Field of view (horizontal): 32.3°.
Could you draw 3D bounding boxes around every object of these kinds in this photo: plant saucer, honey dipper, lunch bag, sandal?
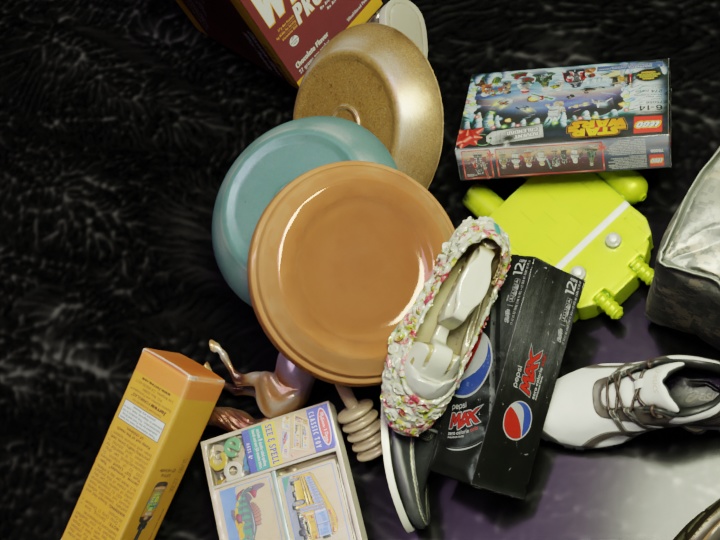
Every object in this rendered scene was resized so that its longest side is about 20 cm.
[{"bbox_3d":[0.000,0.000,1.097,0.197,0.037,0.203,2,82,-12],"label":"plant saucer"},{"bbox_3d":[-0.030,0.078,1.129,0.038,0.038,0.202,-26,99,3],"label":"honey dipper"},{"bbox_3d":[-0.058,-0.058,1.167,0.197,0.036,0.203,-7,71,19],"label":"plant saucer"},{"bbox_3d":[0.333,-0.045,1.060,0.117,0.164,0.201,25,77,16],"label":"lunch bag"},{"bbox_3d":[-0.005,-0.142,1.222,0.199,0.035,0.203,5,97,42],"label":"plant saucer"},{"bbox_3d":[0.331,0.186,1.012,0.200,0.082,0.055,-43,78,-7],"label":"sandal"}]

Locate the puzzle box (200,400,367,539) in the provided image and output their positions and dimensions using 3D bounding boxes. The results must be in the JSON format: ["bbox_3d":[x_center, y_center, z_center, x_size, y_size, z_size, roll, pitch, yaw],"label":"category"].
[{"bbox_3d":[-0.063,0.233,1.126,0.132,0.025,0.202,-18,69,8],"label":"puzzle box"}]

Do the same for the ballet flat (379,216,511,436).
[{"bbox_3d":[0.071,0.047,1.052,0.075,0.064,0.202,21,91,-8],"label":"ballet flat"}]

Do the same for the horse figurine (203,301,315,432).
[{"bbox_3d":[-0.076,0.081,1.181,0.132,0.050,0.201,34,95,16],"label":"horse figurine"}]

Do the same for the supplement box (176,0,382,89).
[{"bbox_3d":[-0.118,-0.327,1.297,0.133,0.198,0.199,-48,50,-8],"label":"supplement box"}]

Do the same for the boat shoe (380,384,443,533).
[{"bbox_3d":[0.054,0.134,1.122,0.067,0.072,0.202,-7,62,15],"label":"boat shoe"}]

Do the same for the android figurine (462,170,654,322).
[{"bbox_3d":[0.192,-0.035,1.176,0.182,0.041,0.200,-40,60,-4],"label":"android figurine"}]

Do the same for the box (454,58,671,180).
[{"bbox_3d":[0.197,-0.146,1.193,0.197,0.040,0.138,-3,39,16],"label":"box"}]

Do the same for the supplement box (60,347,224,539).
[{"bbox_3d":[-0.202,0.177,1.154,0.068,0.066,0.202,24,92,26],"label":"supplement box"}]

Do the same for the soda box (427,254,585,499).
[{"bbox_3d":[0.127,0.090,1.087,0.063,0.070,0.202,7,79,55],"label":"soda box"}]

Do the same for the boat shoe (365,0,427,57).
[{"bbox_3d":[0.032,-0.175,1.277,0.059,0.071,0.203,-19,69,53],"label":"boat shoe"}]

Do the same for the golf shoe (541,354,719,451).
[{"bbox_3d":[0.237,0.103,1.068,0.197,0.095,0.079,-9,65,15],"label":"golf shoe"}]
